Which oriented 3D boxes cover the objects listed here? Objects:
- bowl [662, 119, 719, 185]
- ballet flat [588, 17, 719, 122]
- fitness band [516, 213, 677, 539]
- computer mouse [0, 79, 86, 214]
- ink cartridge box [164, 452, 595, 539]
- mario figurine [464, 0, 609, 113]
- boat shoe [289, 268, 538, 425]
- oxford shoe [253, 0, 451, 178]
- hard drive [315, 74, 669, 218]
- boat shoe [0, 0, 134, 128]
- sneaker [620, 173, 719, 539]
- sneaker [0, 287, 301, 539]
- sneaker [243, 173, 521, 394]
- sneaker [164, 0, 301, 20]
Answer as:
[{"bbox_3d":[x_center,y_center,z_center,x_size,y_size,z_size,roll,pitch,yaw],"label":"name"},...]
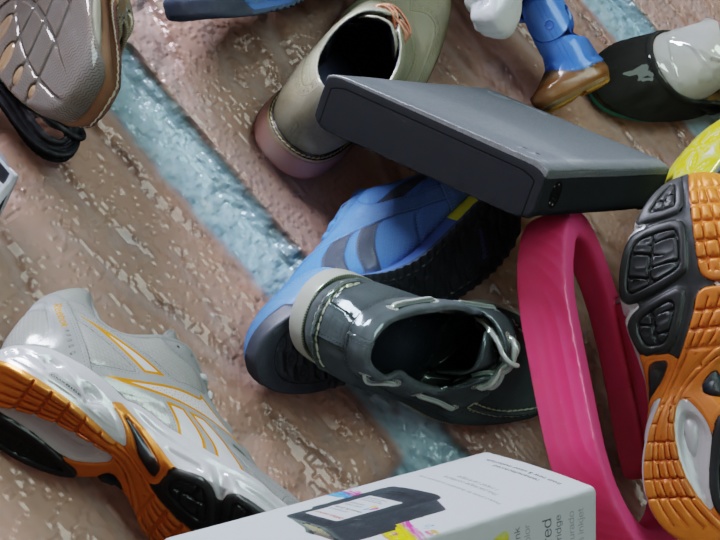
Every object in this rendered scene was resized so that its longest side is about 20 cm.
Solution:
[{"bbox_3d":[0.252,-0.024,1.121,0.198,0.202,0.108,12,13,-28],"label":"bowl"},{"bbox_3d":[0.246,-0.142,1.232,0.198,0.068,0.069,-3,65,-36],"label":"ballet flat"},{"bbox_3d":[0.136,0.064,0.993,0.143,0.037,0.202,9,67,-64],"label":"fitness band"},{"bbox_3d":[-0.211,-0.045,0.873,0.109,0.044,0.201,37,42,-16],"label":"computer mouse"},{"bbox_3d":[0.013,0.181,0.816,0.199,0.082,0.147,-10,104,-38],"label":"ink cartridge box"},{"bbox_3d":[0.081,-0.193,1.138,0.105,0.123,0.202,-26,91,-23],"label":"mario figurine"},{"bbox_3d":[0.052,0.050,0.949,0.199,0.062,0.074,19,93,-41],"label":"boat shoe"},{"bbox_3d":[0.013,-0.131,1.058,0.071,0.074,0.200,39,47,-4],"label":"oxford shoe"},{"bbox_3d":[0.080,-0.071,1.006,0.139,0.033,0.199,25,14,24],"label":"hard drive"},{"bbox_3d":[-0.148,-0.137,0.919,0.072,0.076,0.201,30,24,-37],"label":"boat shoe"},{"bbox_3d":[0.188,0.049,0.979,0.092,0.075,0.202,23,67,-69],"label":"sneaker"},{"bbox_3d":[-0.087,0.077,0.862,0.199,0.076,0.092,37,43,-12],"label":"sneaker"},{"bbox_3d":[0.000,0.000,0.988,0.078,0.066,0.199,27,49,38],"label":"sneaker"},{"bbox_3d":[-0.043,-0.199,1.040,0.199,0.066,0.079,-28,116,-41],"label":"sneaker"}]
